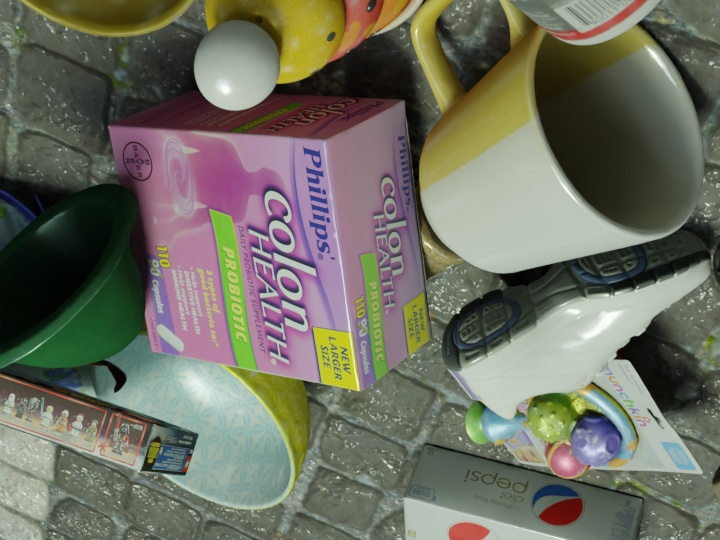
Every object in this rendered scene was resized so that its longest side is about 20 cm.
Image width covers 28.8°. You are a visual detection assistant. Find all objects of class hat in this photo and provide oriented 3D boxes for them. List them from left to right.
[{"bbox_3d":[-0.173,0.053,1.002,0.164,0.201,0.177,-30,121,14],"label":"hat"}]

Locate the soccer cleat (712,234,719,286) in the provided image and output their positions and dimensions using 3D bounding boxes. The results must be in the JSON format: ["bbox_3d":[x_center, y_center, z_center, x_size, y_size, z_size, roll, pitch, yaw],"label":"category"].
[{"bbox_3d":[0.311,-0.044,0.882,0.072,0.069,0.200,17,138,-25],"label":"soccer cleat"}]

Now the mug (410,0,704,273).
[{"bbox_3d":[0.114,-0.087,0.903,0.148,0.189,0.153,8,159,-33],"label":"mug"}]

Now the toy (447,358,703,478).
[{"bbox_3d":[0.152,0.125,1.079,0.116,0.047,0.199,52,152,-21],"label":"toy"}]

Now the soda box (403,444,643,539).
[{"bbox_3d":[0.138,0.217,1.206,0.197,0.064,0.069,13,135,16],"label":"soda box"}]

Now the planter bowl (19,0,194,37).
[{"bbox_3d":[-0.169,-0.258,0.896,0.198,0.084,0.202,14,135,14],"label":"planter bowl"}]

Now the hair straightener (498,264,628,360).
[{"bbox_3d":[0.138,0.037,1.048,0.076,0.041,0.201,-11,130,35],"label":"hair straightener"}]

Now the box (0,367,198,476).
[{"bbox_3d":[-0.237,0.111,1.092,0.197,0.040,0.137,17,173,10],"label":"box"}]

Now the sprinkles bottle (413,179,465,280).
[{"bbox_3d":[0.000,0.000,1.066,0.068,0.069,0.199,43,135,-17],"label":"sprinkles bottle"}]

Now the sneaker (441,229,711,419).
[{"bbox_3d":[0.157,0.034,0.990,0.198,0.075,0.087,-26,125,12],"label":"sneaker"}]

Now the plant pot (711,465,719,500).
[{"bbox_3d":[0.349,0.167,0.982,0.173,0.200,0.201,41,138,9],"label":"plant pot"}]

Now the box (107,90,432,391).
[{"bbox_3d":[-0.063,-0.027,0.991,0.198,0.096,0.178,7,115,34],"label":"box"}]

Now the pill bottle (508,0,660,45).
[{"bbox_3d":[0.078,-0.217,0.745,0.199,0.115,0.113,30,141,-33],"label":"pill bottle"}]

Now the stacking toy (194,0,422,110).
[{"bbox_3d":[-0.048,-0.159,0.842,0.144,0.201,0.147,14,136,14],"label":"stacking toy"}]

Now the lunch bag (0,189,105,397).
[{"bbox_3d":[-0.308,0.024,1.202,0.198,0.128,0.172,17,137,26],"label":"lunch bag"}]

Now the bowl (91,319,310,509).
[{"bbox_3d":[-0.115,0.093,1.177,0.198,0.108,0.202,20,139,19],"label":"bowl"}]
